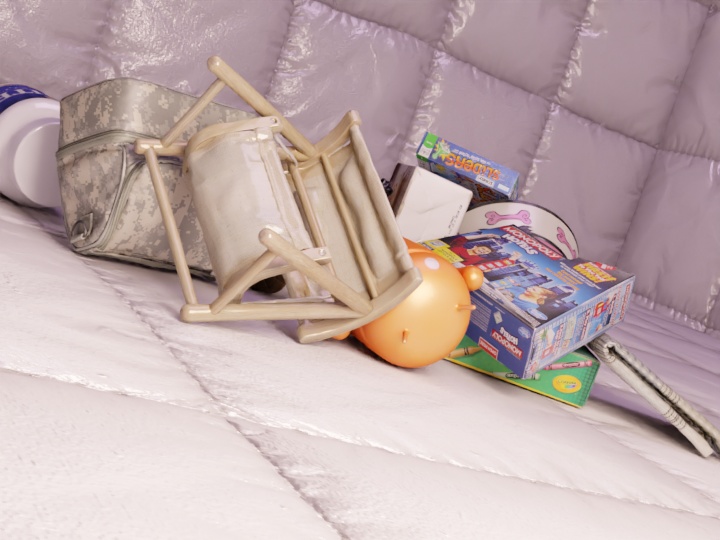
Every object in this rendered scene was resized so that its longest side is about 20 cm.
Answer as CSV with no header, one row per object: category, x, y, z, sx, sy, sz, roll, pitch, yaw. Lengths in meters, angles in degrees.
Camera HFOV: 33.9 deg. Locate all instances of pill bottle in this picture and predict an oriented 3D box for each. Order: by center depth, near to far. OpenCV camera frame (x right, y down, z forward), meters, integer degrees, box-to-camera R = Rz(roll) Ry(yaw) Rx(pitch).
pill bottle,-0.363,-0.136,1.310,0.119,0.121,0.199,16,7,-33

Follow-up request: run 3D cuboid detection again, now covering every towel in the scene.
towel,0.325,0.135,1.341,0.199,0.035,0.193,40,3,-6

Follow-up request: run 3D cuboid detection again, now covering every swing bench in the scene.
swing bench,-0.073,-0.054,1.069,0.199,0.129,0.201,15,45,-45

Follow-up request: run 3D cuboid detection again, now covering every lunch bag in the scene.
lunch bag,-0.199,-0.084,1.186,0.138,0.170,0.199,-6,-12,42

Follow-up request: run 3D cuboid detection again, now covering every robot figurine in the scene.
robot figurine,0.038,0.026,1.173,0.143,0.118,0.200,22,4,-25

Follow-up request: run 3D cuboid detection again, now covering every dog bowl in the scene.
dog bowl,0.187,0.011,1.530,0.198,0.201,0.074,18,38,-11

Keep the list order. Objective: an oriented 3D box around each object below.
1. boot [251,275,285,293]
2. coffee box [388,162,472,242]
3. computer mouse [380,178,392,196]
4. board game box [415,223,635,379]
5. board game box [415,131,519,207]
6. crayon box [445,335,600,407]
boot,-0.133,-0.060,1.353,0.198,0.073,0.155,28,34,16
coffee box,0.070,-0.066,1.481,0.079,0.116,0.200,23,3,-7
computer mouse,-0.018,-0.086,1.542,0.044,0.109,0.200,63,-4,-3
board game box,0.188,0.023,1.278,0.198,0.062,0.200,-10,32,-34
board game box,0.147,-0.117,1.592,0.134,0.035,0.200,25,-7,12
crayon box,0.162,0.085,1.339,0.198,0.059,0.119,20,6,0
